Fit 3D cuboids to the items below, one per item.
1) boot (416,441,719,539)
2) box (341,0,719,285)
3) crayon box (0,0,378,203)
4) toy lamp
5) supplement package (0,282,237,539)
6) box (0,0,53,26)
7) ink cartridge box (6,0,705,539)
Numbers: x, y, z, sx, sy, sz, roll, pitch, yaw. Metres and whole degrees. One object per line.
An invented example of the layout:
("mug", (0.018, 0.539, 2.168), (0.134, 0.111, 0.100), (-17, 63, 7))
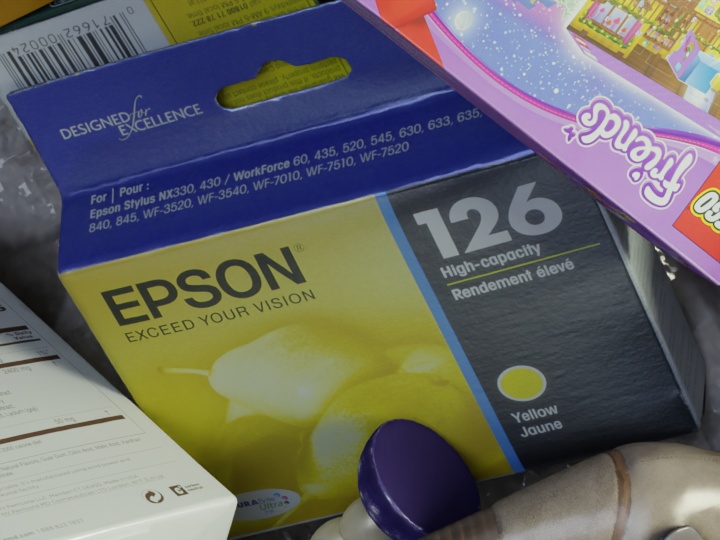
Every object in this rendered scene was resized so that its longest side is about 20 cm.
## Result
("boot", (0.096, 0.147, 0.945), (0.146, 0.070, 0.200), (-8, 130, -5))
("box", (0.082, -0.103, 0.823), (0.137, 0.200, 0.039), (-54, 32, 0))
("crayon box", (-0.040, -0.039, 0.964), (0.127, 0.051, 0.200), (-16, 126, 18))
("toy lamp", (-0.040, 0.127, 0.986), (0.200, 0.058, 0.058), (-42, 78, 34))
("supplement package", (-0.162, 0.088, 0.968), (0.200, 0.120, 0.121), (38, 124, 36))
("box", (-0.115, -0.148, 0.926), (0.200, 0.041, 0.119), (-24, 46, 5))
("ink cartridge box", (0.000, 0.000, 0.931), (0.197, 0.047, 0.200), (-14, 130, 19))
